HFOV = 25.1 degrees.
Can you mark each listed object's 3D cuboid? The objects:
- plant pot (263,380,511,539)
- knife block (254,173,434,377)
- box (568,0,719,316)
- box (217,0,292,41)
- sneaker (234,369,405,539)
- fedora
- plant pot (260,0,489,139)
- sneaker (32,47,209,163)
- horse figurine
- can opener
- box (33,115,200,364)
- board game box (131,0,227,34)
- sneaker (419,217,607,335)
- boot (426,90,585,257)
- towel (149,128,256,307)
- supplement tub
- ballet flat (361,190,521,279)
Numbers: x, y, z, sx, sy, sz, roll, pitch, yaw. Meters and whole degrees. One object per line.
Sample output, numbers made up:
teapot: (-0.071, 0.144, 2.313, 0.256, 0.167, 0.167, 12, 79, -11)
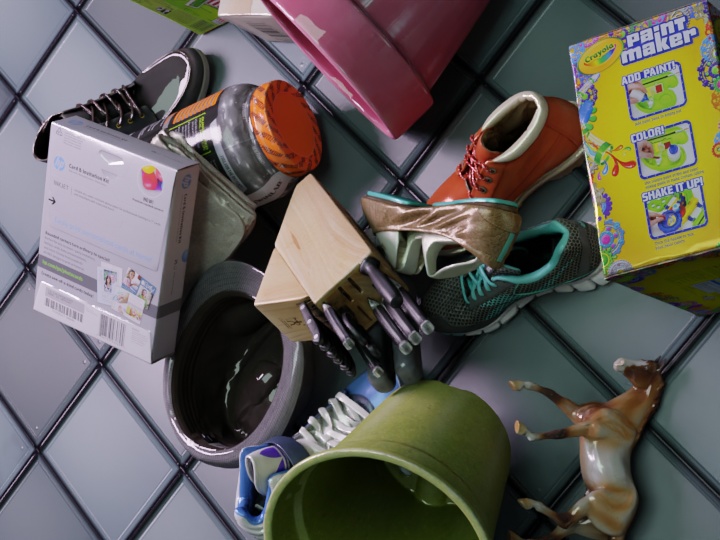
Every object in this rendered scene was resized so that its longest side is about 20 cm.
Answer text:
plant pot: (0.043, 0.193, 1.378, 0.199, 0.184, 0.201, 9, 118, 17)
knife block: (0.000, 0.000, 1.433, 0.175, 0.064, 0.201, -9, 50, 36)
box: (0.273, -0.082, 1.295, 0.121, 0.200, 0.194, -16, 72, 30)
box: (-0.072, -0.341, 1.645, 0.077, 0.095, 0.201, 6, 82, 35)
sneaker: (-0.039, 0.164, 1.482, 0.080, 0.146, 0.201, 38, 102, 33)
fedora: (-0.104, 0.095, 1.575, 0.176, 0.090, 0.201, 23, 100, 36)
plant pot: (0.027, -0.255, 1.514, 0.179, 0.200, 0.200, -44, 58, 0)
sneaker: (-0.252, -0.166, 1.719, 0.200, 0.106, 0.075, -45, 59, 18)
horse figurine: (0.191, 0.170, 1.365, 0.050, 0.132, 0.201, 143, 130, -72)
can opener: (0.032, 0.029, 1.478, 0.052, 0.067, 0.201, -21, 42, 18)
box: (-0.238, -0.031, 1.560, 0.155, 0.041, 0.201, 21, 116, 26)
board game box: (-0.189, -0.308, 1.650, 0.101, 0.200, 0.048, -21, 69, 28)
sneaker: (0.127, -0.002, 1.441, 0.199, 0.091, 0.078, -26, 66, 27)
boot: (0.113, -0.090, 1.462, 0.200, 0.107, 0.075, -42, 63, 22)
towel: (-0.196, -0.036, 1.593, 0.132, 0.034, 0.200, 43, 123, -3)
supplement tub: (-0.145, -0.110, 1.627, 0.199, 0.122, 0.123, -21, 69, 29)
ballet flat: (0.063, -0.030, 1.427, 0.199, 0.068, 0.073, 7, 86, 49)
